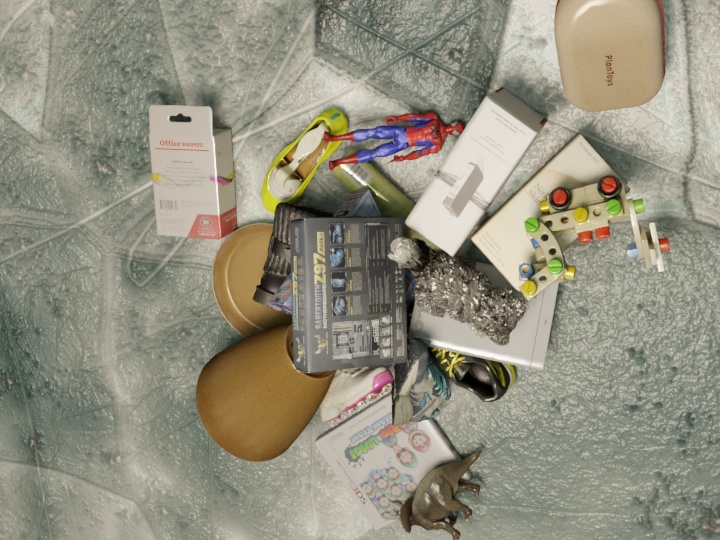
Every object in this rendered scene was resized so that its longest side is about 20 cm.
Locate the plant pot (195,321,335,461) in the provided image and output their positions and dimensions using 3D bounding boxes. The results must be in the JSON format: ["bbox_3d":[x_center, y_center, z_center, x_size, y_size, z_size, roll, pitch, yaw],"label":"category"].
[{"bbox_3d":[-0.122,0.162,1.284,0.187,0.186,0.200,49,134,0],"label":"plant pot"}]

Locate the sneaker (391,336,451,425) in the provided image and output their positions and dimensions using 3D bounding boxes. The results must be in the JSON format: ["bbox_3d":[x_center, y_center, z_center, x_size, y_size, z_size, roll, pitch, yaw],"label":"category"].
[{"bbox_3d":[0.091,0.158,1.257,0.085,0.079,0.201,-1,146,-3],"label":"sneaker"}]

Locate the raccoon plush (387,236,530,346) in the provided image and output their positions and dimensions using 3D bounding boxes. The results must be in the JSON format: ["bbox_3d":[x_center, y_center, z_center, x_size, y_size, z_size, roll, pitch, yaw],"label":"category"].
[{"bbox_3d":[0.129,0.035,1.138,0.133,0.198,0.098,32,102,41],"label":"raccoon plush"}]

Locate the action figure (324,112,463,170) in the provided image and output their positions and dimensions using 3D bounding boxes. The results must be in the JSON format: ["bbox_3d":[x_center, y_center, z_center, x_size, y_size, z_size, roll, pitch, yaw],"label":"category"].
[{"bbox_3d":[0.050,-0.184,1.213,0.196,0.052,0.067,-11,91,-4],"label":"action figure"}]

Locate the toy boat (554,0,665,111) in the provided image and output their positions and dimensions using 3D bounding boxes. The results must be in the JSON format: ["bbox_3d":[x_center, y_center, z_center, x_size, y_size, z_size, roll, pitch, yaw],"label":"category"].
[{"bbox_3d":[0.312,-0.305,1.078,0.128,0.133,0.201,-3,147,18],"label":"toy boat"}]

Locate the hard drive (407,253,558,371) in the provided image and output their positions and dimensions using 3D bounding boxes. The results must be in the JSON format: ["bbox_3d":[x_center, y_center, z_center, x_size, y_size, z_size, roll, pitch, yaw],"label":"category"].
[{"bbox_3d":[0.176,0.057,1.236,0.196,0.027,0.134,11,79,11],"label":"hard drive"}]

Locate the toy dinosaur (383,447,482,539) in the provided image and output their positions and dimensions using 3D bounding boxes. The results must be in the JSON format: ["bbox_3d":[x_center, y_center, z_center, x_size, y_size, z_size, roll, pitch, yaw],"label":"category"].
[{"bbox_3d":[0.122,0.352,1.327,0.101,0.077,0.202,27,118,-7],"label":"toy dinosaur"}]

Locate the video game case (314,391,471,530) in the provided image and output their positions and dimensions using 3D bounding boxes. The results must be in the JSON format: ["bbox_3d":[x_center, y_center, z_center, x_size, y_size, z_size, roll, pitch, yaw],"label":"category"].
[{"bbox_3d":[0.050,0.304,1.388,0.199,0.024,0.183,-34,93,23],"label":"video game case"}]

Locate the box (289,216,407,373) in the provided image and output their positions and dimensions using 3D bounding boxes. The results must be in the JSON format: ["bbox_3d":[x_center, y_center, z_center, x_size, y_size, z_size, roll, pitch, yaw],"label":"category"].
[{"bbox_3d":[-0.015,0.029,1.155,0.051,0.155,0.204,0,92,59],"label":"box"}]

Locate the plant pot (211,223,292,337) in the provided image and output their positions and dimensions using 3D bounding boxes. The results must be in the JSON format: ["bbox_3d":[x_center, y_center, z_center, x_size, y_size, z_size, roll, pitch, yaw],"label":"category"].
[{"bbox_3d":[-0.143,0.022,1.369,0.196,0.027,0.204,5,107,18],"label":"plant pot"}]

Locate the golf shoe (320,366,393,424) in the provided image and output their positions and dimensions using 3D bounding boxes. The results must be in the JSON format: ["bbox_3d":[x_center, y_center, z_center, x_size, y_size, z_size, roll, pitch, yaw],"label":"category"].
[{"bbox_3d":[-0.021,0.171,1.316,0.200,0.075,0.093,-37,76,53],"label":"golf shoe"}]

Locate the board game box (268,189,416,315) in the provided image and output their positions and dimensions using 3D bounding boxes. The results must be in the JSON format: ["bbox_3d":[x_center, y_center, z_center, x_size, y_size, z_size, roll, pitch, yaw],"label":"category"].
[{"bbox_3d":[0.000,0.000,1.227,0.198,0.061,0.203,29,78,-25],"label":"board game box"}]

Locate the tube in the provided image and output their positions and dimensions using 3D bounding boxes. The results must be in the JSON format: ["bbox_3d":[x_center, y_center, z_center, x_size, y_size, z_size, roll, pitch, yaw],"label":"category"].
[{"bbox_3d":[0.042,-0.093,1.268,0.200,0.058,0.052,44,70,-5],"label":"tube"}]

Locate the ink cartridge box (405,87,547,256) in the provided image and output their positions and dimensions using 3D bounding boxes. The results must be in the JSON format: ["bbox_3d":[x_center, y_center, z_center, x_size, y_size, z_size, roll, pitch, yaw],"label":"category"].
[{"bbox_3d":[0.157,-0.134,1.161,0.083,0.144,0.201,36,113,5],"label":"ink cartridge box"}]

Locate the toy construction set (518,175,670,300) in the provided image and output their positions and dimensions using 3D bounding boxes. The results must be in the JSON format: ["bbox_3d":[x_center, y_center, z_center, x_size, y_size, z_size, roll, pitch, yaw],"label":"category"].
[{"bbox_3d":[0.289,-0.041,1.084,0.196,0.092,0.134,-9,75,4],"label":"toy construction set"}]

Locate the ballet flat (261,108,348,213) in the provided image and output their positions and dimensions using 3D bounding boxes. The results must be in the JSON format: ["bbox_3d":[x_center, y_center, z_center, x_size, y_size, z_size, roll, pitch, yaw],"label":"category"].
[{"bbox_3d":[-0.094,-0.160,1.279,0.067,0.067,0.200,43,114,1],"label":"ballet flat"}]

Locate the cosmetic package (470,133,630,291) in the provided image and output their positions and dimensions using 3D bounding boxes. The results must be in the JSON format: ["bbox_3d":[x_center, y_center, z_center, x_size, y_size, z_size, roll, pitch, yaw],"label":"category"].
[{"bbox_3d":[0.256,-0.079,1.169,0.104,0.073,0.200,45,106,2],"label":"cosmetic package"}]

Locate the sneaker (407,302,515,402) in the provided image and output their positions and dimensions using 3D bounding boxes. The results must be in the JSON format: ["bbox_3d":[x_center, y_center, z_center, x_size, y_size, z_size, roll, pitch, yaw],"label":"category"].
[{"bbox_3d":[0.142,0.118,1.271,0.198,0.085,0.075,34,113,6],"label":"sneaker"}]

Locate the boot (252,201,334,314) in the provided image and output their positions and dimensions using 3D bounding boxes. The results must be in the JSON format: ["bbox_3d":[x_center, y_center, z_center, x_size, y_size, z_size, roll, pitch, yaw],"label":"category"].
[{"bbox_3d":[-0.048,-0.001,1.283,0.208,0.079,0.160,19,92,-12],"label":"boot"}]

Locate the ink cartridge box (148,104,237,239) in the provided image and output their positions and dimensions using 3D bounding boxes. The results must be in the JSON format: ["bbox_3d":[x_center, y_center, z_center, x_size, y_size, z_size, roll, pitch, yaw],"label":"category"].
[{"bbox_3d":[-0.259,-0.157,1.335,0.114,0.067,0.204,5,108,16],"label":"ink cartridge box"}]
